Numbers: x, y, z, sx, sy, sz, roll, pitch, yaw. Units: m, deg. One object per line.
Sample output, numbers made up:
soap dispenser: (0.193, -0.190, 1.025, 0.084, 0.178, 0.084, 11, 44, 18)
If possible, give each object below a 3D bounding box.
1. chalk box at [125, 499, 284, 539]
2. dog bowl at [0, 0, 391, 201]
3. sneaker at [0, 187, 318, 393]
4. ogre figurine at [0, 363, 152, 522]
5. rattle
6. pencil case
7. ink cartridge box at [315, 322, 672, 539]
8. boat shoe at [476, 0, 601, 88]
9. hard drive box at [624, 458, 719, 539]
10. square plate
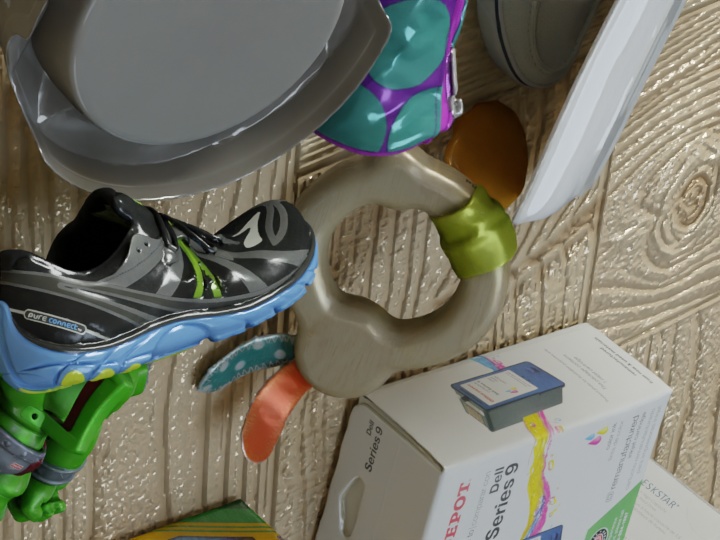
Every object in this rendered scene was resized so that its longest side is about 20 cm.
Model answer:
chalk box: (-0.117, 0.232, 1.488, 0.200, 0.124, 0.125, -15, 131, -39)
dog bowl: (-0.078, -0.126, 1.245, 0.200, 0.059, 0.200, -23, 142, -19)
sneaker: (-0.093, -0.003, 1.257, 0.200, 0.071, 0.083, -20, 98, -46)
ogre figurine: (-0.173, 0.066, 1.306, 0.120, 0.098, 0.200, -44, 134, 9)
rattle: (0.000, 0.000, 1.494, 0.130, 0.143, 0.200, 24, 121, -21)
pencil case: (0.026, -0.161, 1.327, 0.085, 0.092, 0.200, -60, 166, -62)
ink cartridge box: (0.079, 0.131, 1.644, 0.200, 0.088, 0.145, -13, 130, -39)
boat shoe: (0.112, -0.173, 1.431, 0.071, 0.070, 0.200, -25, 136, -32)
hard drive box: (0.169, 0.237, 1.775, 0.200, 0.156, 0.077, -37, 142, -19)
square plate: (0.143, -0.115, 1.458, 0.198, 0.028, 0.200, -64, 174, 8)
